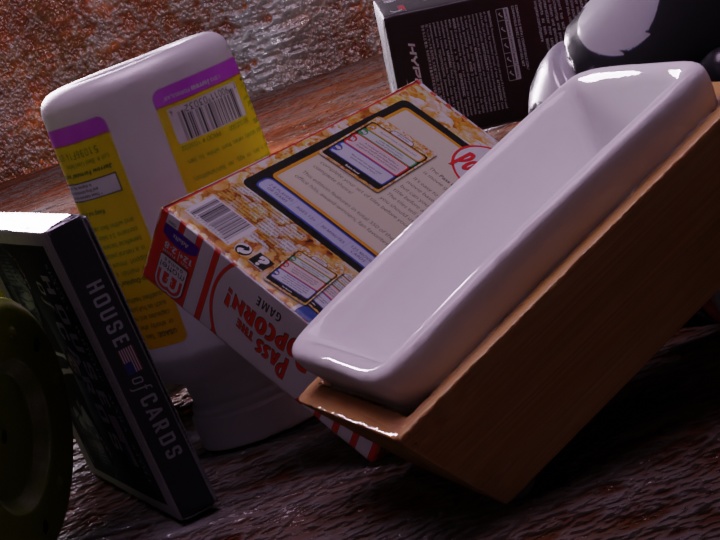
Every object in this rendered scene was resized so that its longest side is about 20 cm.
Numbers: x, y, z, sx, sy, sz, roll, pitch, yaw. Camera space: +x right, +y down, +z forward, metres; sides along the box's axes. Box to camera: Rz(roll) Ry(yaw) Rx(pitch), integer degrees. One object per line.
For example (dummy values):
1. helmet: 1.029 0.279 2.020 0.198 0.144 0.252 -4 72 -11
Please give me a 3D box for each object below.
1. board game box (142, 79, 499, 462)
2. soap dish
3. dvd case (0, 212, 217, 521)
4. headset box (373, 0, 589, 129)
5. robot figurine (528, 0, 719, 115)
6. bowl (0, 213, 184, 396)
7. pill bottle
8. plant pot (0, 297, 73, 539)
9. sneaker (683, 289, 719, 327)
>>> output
1. board game box: 0.018 -0.007 1.123 0.200 0.151 0.047 -29 -31 -44
2. soap dish: 0.074 0.004 0.955 0.200 0.081 0.157 -44 13 -10
3. dvd case: -0.135 0.042 1.148 0.025 0.151 0.200 -27 10 -15
4. headset box: 0.112 -0.136 1.327 0.198 0.076 0.149 -12 11 1
5. robot figurine: 0.169 -0.107 1.119 0.150 0.125 0.200 6 -46 -51
6. bowl: -0.133 0.024 1.332 0.199 0.108 0.200 -35 -2 -1
7. pill bottle: -0.083 -0.013 1.193 0.104 0.201 0.104 -20 8 3
8. plant pot: -0.247 0.086 1.098 0.191 0.202 0.200 -5 14 18
9. sneaker: 0.198 -0.031 1.078 0.199 0.078 0.082 -27 4 -37
